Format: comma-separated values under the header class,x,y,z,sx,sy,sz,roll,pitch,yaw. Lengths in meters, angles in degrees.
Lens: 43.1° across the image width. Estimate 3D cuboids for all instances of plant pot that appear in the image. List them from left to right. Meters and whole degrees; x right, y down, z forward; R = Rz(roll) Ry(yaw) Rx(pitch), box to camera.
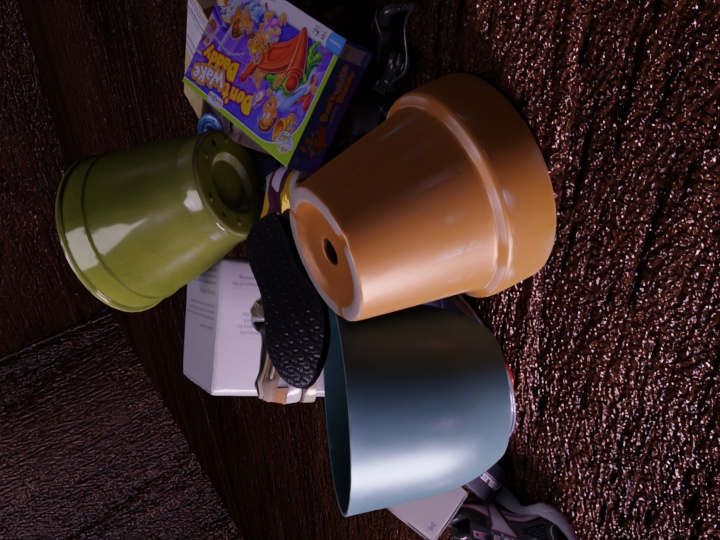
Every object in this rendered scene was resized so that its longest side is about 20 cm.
class,x,y,z,sx,sy,sz,roll,pitch,yaw
plant pot,-0.223,-0.073,1.091,0.190,0.200,0.203,-18,99,29
plant pot,0.042,-0.051,0.818,0.200,0.181,0.202,48,152,36
plant pot,0.053,0.123,0.878,0.200,0.158,0.205,176,90,-81

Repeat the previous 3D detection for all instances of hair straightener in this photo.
class,x,y,z,sx,sy,sz,roll,pitch,yaw
hair straightener,0.027,-0.193,0.912,0.078,0.040,0.200,59,153,13

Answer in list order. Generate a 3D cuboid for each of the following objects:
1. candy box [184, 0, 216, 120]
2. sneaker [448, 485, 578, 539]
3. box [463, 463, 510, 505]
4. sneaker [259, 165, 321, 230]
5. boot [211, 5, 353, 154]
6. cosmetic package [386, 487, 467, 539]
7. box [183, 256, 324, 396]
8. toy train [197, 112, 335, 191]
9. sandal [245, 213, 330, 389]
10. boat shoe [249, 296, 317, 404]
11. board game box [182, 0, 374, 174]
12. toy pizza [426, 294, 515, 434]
class,x,y,z,sx,sy,sz,roll,pitch,yaw
candy box,-0.153,-0.277,1.119,0.056,0.114,0.201,57,157,16
sneaker,0.170,0.307,1.025,0.199,0.085,0.082,7,121,64
box,0.069,0.180,1.086,0.161,0.049,0.199,48,171,-31
sneaker,-0.068,-0.010,0.971,0.089,0.074,0.204,5,93,52
boot,-0.099,-0.226,1.009,0.146,0.070,0.202,39,117,25
cosmetic package,0.066,0.263,1.116,0.103,0.073,0.200,38,173,6
box,-0.124,0.072,1.236,0.199,0.195,0.175,-177,90,-67
toy train,-0.120,-0.151,1.138,0.197,0.086,0.116,2,112,35
sandal,-0.063,0.026,0.884,0.045,0.075,0.202,30,-151,-43
boat shoe,-0.092,0.051,1.045,0.075,0.067,0.204,123,143,-66
board game box,-0.090,-0.208,0.935,0.199,0.044,0.136,40,110,35
toy pizza,0.112,0.097,1.013,0.200,0.031,0.202,47,152,35
